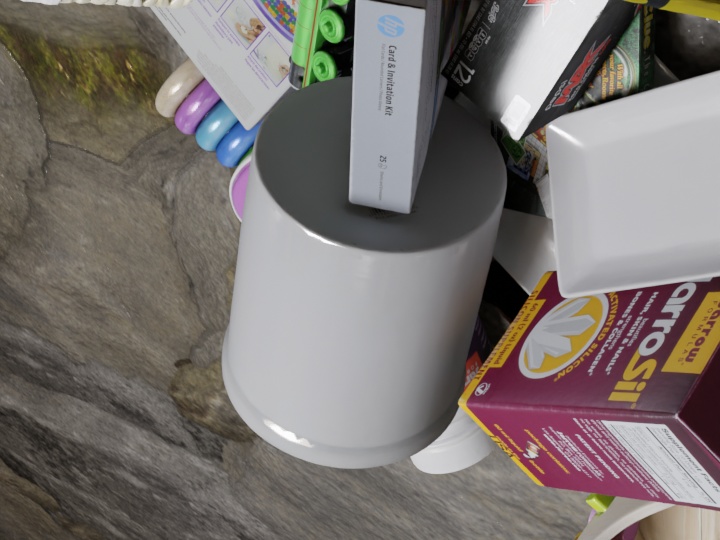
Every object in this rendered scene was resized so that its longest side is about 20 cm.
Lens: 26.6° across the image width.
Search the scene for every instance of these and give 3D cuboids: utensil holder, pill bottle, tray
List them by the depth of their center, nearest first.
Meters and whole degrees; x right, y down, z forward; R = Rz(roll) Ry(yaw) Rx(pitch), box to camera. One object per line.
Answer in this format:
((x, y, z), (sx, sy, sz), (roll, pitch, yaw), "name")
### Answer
((0.178, -0.047, 0.830), (0.199, 0.022, 0.108), (-11, 81, 54), "tray")
((0.000, 0.000, 0.984), (0.170, 0.170, 0.201), (37, 142, 24), "utensil holder")
((0.042, 0.056, 1.196), (0.111, 0.111, 0.201), (9, 131, 51), "pill bottle")

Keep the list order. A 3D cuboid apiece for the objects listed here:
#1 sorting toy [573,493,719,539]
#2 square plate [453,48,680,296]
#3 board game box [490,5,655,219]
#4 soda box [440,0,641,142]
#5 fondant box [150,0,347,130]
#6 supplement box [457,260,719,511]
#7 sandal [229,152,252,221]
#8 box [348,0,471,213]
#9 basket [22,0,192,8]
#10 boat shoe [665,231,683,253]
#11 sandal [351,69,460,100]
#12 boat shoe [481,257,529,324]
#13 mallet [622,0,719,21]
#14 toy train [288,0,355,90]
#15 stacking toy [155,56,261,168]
((0.185, 0.227, 1.112), (0.106, 0.180, 0.201), (26, 142, 37), "sorting toy")
((0.147, -0.060, 0.956), (0.200, 0.028, 0.198), (47, 134, 8), "square plate")
((0.124, -0.124, 0.903), (0.104, 0.023, 0.201), (17, 122, 35), "board game box")
((0.123, -0.167, 0.815), (0.063, 0.071, 0.200), (44, 133, 14), "soda box")
((-0.063, -0.211, 1.065), (0.145, 0.058, 0.200), (52, 141, 0), "fondant box")
((0.163, 0.063, 0.868), (0.086, 0.111, 0.200), (45, 157, -21), "supplement box")
((-0.043, -0.056, 1.147), (0.202, 0.050, 0.083), (-12, 118, 49), "sandal")
((0.036, -0.159, 0.881), (0.041, 0.201, 0.156), (11, 141, 7), "box")
((-0.159, -0.282, 0.996), (0.136, 0.123, 0.201), (-45, 49, 47), "basket")
((0.263, 0.012, 0.845), (0.200, 0.066, 0.072), (24, 133, 23), "boat shoe")
((0.049, -0.112, 1.080), (0.200, 0.043, 0.076), (40, 142, 34), "sandal")
((0.100, -0.009, 1.084), (0.200, 0.070, 0.071), (40, 153, 24), "boat shoe")
((0.163, -0.139, 0.755), (0.066, 0.199, 0.041), (-30, 54, 53), "mallet")
((-0.016, -0.184, 0.970), (0.056, 0.042, 0.201), (40, 138, 27), "toy train")
((-0.072, -0.091, 1.235), (0.200, 0.085, 0.085), (47, 151, 0), "stacking toy")
